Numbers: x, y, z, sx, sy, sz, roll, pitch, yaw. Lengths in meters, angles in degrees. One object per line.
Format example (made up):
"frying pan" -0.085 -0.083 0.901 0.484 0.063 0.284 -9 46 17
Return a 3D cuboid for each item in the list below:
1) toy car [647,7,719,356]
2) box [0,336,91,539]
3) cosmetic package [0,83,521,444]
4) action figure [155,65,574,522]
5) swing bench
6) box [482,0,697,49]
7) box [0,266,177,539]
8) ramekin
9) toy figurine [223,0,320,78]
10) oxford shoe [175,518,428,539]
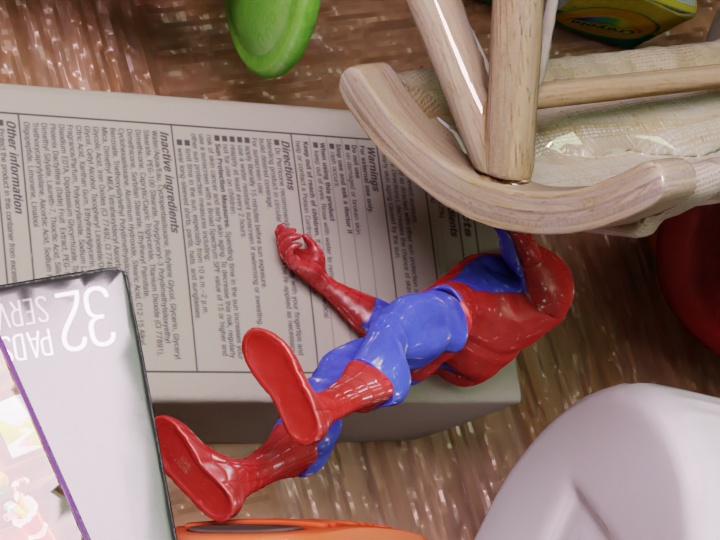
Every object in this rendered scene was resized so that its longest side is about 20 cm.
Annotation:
"toy car" 0.187 -0.022 0.886 0.150 0.200 0.176 -25 103 -33
"box" -0.154 0.094 0.530 0.199 0.039 0.137 -24 80 -10
"cosmetic package" -0.052 0.002 0.788 0.199 0.073 0.104 4 73 -34
"action figure" 0.000 0.000 0.726 0.099 0.065 0.200 56 30 10
"swing bench" 0.096 -0.113 0.741 0.198 0.129 0.201 -9 89 -42
"box" 0.040 -0.167 0.927 0.199 0.048 0.118 16 66 -32
"box" -0.145 0.097 0.614 0.199 0.124 0.149 -10 77 -9
"ramekin" 0.102 0.133 0.775 0.097 0.200 0.201 18 64 -19
"toy figurine" -0.118 -0.156 0.768 0.183 0.150 0.201 -1 67 -23
"oxford shoe" -0.011 0.118 0.718 0.200 0.071 0.073 53 39 -67
